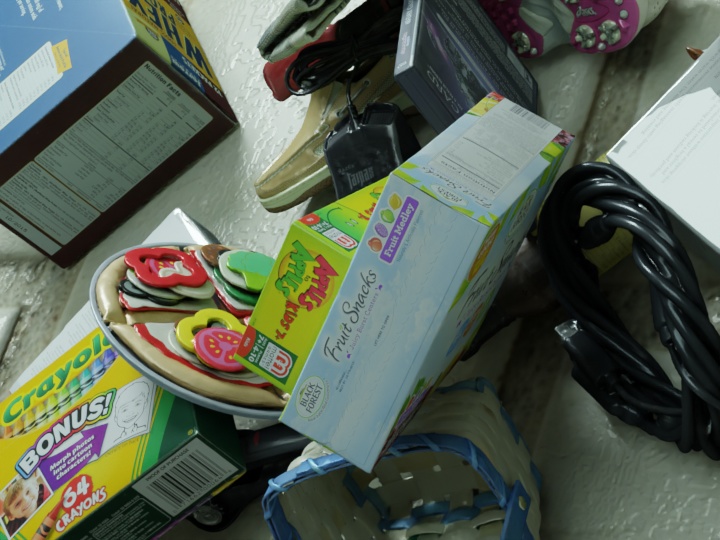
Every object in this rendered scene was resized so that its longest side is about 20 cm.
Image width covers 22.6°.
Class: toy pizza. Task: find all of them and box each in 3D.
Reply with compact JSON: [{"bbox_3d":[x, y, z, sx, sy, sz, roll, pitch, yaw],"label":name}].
[{"bbox_3d":[-0.089,0.031,1.250,0.200,0.200,0.032,55,132,45],"label":"toy pizza"}]

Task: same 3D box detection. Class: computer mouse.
[{"bbox_3d":[0.036,-0.088,1.292,0.140,0.046,0.200,-26,77,30],"label":"computer mouse"}]

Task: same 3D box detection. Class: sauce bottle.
[{"bbox_3d":[0.132,-0.016,1.191,0.200,0.065,0.065,-37,45,11],"label":"sauce bottle"}]

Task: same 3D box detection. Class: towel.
[{"bbox_3d":[0.013,-0.225,1.283,0.193,0.035,0.200,-43,5,-9],"label":"towel"}]

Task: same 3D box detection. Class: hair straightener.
[{"bbox_3d":[0.007,-0.195,1.394,0.200,0.077,0.041,-38,76,44],"label":"hair straightener"}]

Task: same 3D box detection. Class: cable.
[{"bbox_3d":[0.171,0.025,1.071,0.051,0.163,0.200,-16,32,-17],"label":"cable"}]

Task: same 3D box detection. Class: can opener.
[{"bbox_3d":[-0.062,0.128,1.247,0.200,0.063,0.079,-19,51,28],"label":"can opener"}]

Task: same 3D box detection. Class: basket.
[{"bbox_3d":[0.026,0.164,1.082,0.176,0.139,0.200,-16,22,30],"label":"basket"}]

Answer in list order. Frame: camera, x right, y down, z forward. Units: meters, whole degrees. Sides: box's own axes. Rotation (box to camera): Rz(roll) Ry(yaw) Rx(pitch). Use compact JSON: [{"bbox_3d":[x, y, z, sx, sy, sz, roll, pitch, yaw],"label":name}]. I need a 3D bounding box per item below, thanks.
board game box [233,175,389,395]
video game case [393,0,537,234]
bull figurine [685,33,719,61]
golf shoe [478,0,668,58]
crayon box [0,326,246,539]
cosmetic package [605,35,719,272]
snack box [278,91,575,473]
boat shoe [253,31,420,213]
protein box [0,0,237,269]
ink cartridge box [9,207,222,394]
[{"bbox_3d":[0.000,0.000,1.167,0.048,0.200,0.102,31,115,15],"label":"board game box"},{"bbox_3d":[0.075,-0.128,1.213,0.019,0.143,0.200,-29,27,23],"label":"video game case"},{"bbox_3d":[0.305,-0.164,1.157,0.200,0.065,0.121,-47,47,5],"label":"bull figurine"},{"bbox_3d":[0.152,-0.202,1.313,0.091,0.075,0.200,-32,28,-29],"label":"golf shoe"},{"bbox_3d":[-0.185,0.126,1.266,0.200,0.058,0.173,-37,38,13],"label":"crayon box"},{"bbox_3d":[0.257,-0.036,1.061,0.113,0.081,0.200,-45,61,3],"label":"cosmetic package"},{"bbox_3d":[0.043,0.000,1.051,0.068,0.200,0.169,28,115,8],"label":"snack box"},{"bbox_3d":[-0.011,-0.128,1.363,0.200,0.076,0.072,-40,19,3],"label":"boat shoe"},{"bbox_3d":[-0.244,-0.154,1.532,0.200,0.135,0.199,-38,44,11],"label":"protein box"},{"bbox_3d":[-0.173,0.059,1.393,0.200,0.050,0.109,-47,45,4],"label":"ink cartridge box"}]
